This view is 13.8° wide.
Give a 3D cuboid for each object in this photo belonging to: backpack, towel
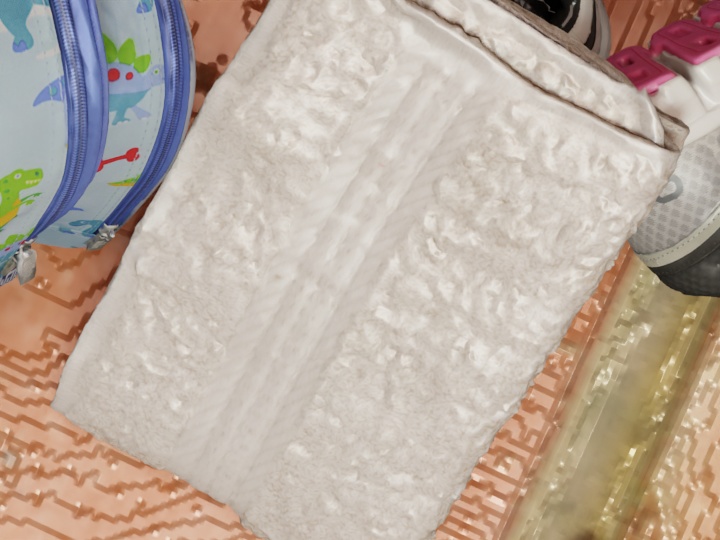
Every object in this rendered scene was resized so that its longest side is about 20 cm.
[{"bbox_3d":[-0.136,-0.080,0.882,0.146,0.200,0.184,-15,83,-23],"label":"backpack"},{"bbox_3d":[0.000,0.000,0.918,0.132,0.034,0.201,32,115,3],"label":"towel"}]

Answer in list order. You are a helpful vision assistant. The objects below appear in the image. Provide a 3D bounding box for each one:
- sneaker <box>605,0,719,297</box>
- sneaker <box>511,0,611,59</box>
[{"bbox_3d":[0.158,-0.055,0.953,0.199,0.074,0.088,-28,107,-16],"label":"sneaker"},{"bbox_3d":[-0.004,-0.122,0.951,0.199,0.080,0.074,30,86,3],"label":"sneaker"}]
